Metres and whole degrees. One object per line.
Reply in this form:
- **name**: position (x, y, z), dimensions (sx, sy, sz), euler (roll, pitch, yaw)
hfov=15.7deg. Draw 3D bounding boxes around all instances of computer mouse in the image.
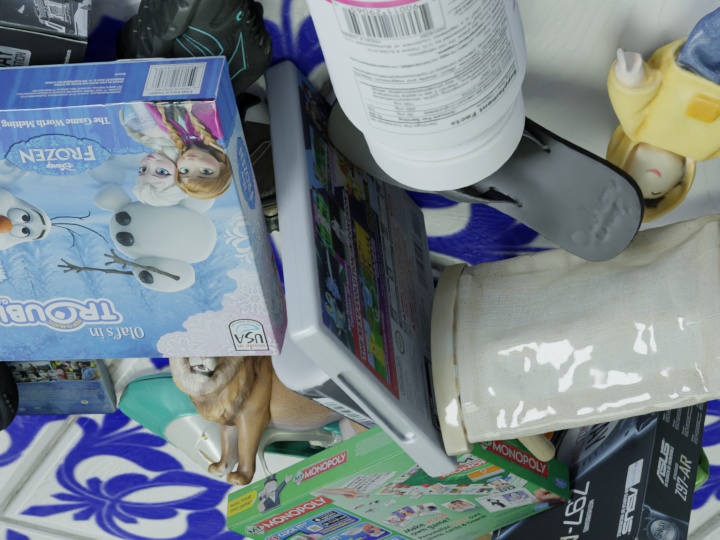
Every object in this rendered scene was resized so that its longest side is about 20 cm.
- **computer mouse**: position (-0.275, 0.044, 1.793), dimensions (0.058, 0.034, 0.201), euler (13, 145, 16)

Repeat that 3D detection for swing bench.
- **swing bench**: position (0.164, 0.037, 1.618), dimensions (0.197, 0.131, 0.200), euler (-11, 171, 19)

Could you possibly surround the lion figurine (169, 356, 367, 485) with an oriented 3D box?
- **lion figurine**: position (-0.041, 0.089, 1.815), dimensions (0.198, 0.124, 0.072), euler (7, -176, -20)

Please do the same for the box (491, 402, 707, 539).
- **box**: position (0.161, 0.142, 1.775), dimensions (0.043, 0.201, 0.160), euler (35, 137, -23)

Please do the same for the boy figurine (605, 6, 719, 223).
- **boy figurine**: position (0.196, -0.101, 1.530), dimensions (0.124, 0.065, 0.200), euler (15, 143, -23)

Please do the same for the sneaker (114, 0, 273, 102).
- **sneaker**: position (-0.087, -0.149, 1.486), dimensions (0.079, 0.076, 0.200), euler (-2, 156, -17)

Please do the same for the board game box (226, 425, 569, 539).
- **board game box**: position (0.024, 0.154, 1.770), dimensions (0.199, 0.029, 0.134), euler (-26, 139, 37)

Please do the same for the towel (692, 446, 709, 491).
- **towel**: position (0.170, 0.181, 1.825), dimensions (0.031, 0.149, 0.200), euler (37, 109, -16)

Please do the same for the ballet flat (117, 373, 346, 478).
- **ballet flat**: position (-0.079, 0.115, 1.876), dimensions (0.198, 0.071, 0.068), euler (2, 146, 2)

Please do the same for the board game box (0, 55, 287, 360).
- **board game box**: position (-0.156, -0.031, 1.516), dimensions (0.198, 0.044, 0.200), euler (-2, 134, 12)

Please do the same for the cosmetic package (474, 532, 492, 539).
- **cosmetic package**: position (0.053, 0.194, 1.986), dimensions (0.105, 0.072, 0.199), euler (27, 140, -34)

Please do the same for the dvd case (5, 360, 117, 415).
- **dvd case**: position (-0.259, 0.047, 1.834), dimensions (0.141, 0.018, 0.200), euler (-1, 148, 7)

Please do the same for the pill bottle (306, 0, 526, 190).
- **pill bottle**: position (0.031, -0.139, 1.436), dimensions (0.112, 0.114, 0.200), euler (-4, 147, 10)

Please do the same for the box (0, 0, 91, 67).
- **box**: position (-0.251, -0.112, 1.558), dimensions (0.156, 0.050, 0.200), euler (9, 147, -11)

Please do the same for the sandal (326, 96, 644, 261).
- **sandal**: position (0.073, -0.068, 1.542), dimensions (0.199, 0.043, 0.077), euler (21, 106, 10)

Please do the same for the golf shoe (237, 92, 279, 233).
- **golf shoe**: position (-0.136, -0.052, 1.608), dimensions (0.199, 0.078, 0.095), euler (-21, 127, -5)

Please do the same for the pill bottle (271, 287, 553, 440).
- **pill bottle**: position (0.044, 0.068, 1.762), dimensions (0.199, 0.107, 0.106), euler (28, 140, -35)

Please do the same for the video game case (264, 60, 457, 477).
- **video game case**: position (0.000, 0.000, 1.573), dimensions (0.023, 0.201, 0.182), euler (-21, 141, 19)
